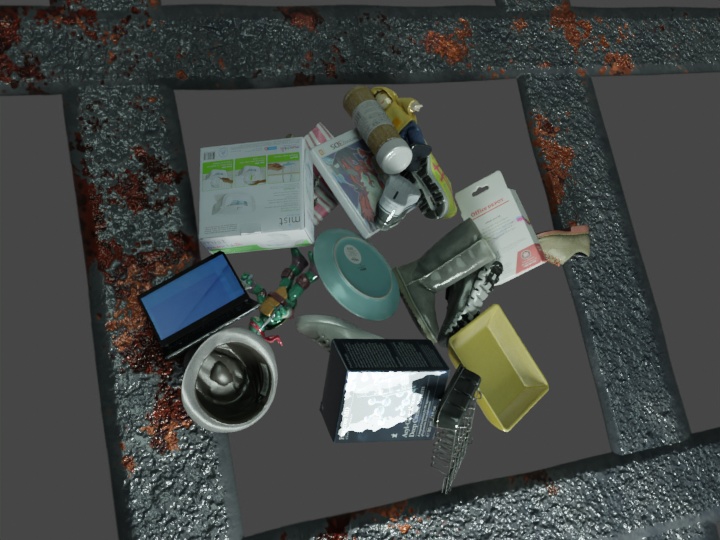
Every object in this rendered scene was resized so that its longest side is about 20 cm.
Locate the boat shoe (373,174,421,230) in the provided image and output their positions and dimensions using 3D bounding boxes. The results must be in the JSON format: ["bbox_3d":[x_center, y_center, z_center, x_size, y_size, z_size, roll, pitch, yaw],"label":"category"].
[{"bbox_3d":[0.060,-0.130,1.697,0.072,0.072,0.200,36,23,5],"label":"boat shoe"}]

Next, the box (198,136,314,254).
[{"bbox_3d":[-0.187,-0.133,1.609,0.195,0.097,0.181,-6,73,7],"label":"box"}]

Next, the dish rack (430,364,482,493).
[{"bbox_3d":[0.170,0.293,1.609,0.053,0.204,0.154,17,36,19],"label":"dish rack"}]

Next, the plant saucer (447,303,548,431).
[{"bbox_3d":[0.257,0.190,1.718,0.199,0.048,0.202,-28,84,-49],"label":"plant saucer"}]

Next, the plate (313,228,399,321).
[{"bbox_3d":[0.000,0.000,1.632,0.197,0.026,0.203,27,42,-26],"label":"plate"}]

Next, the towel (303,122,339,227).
[{"bbox_3d":[-0.093,-0.182,1.741,0.147,0.030,0.200,47,64,-2],"label":"towel"}]

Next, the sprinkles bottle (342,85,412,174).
[{"bbox_3d":[0.031,-0.278,1.745,0.067,0.069,0.202,-12,51,-23],"label":"sprinkles bottle"}]

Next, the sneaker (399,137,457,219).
[{"bbox_3d":[0.140,-0.187,1.815,0.089,0.077,0.204,9,57,-51],"label":"sneaker"}]

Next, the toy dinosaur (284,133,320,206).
[{"bbox_3d":[-0.122,-0.153,1.682,0.086,0.048,0.205,7,72,-5],"label":"toy dinosaur"}]

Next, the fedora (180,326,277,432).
[{"bbox_3d":[-0.235,0.178,1.516,0.199,0.089,0.180,33,81,-40],"label":"fedora"}]

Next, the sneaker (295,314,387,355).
[{"bbox_3d":[-0.033,0.144,1.636,0.196,0.073,0.086,21,65,-15],"label":"sneaker"}]

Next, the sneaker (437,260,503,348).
[{"bbox_3d":[0.198,0.056,1.759,0.090,0.066,0.202,28,84,36],"label":"sneaker"}]

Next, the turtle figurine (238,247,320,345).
[{"bbox_3d":[-0.155,0.049,1.610,0.148,0.102,0.200,27,64,35],"label":"turtle figurine"}]

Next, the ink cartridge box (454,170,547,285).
[{"bbox_3d":[0.282,-0.086,1.799,0.067,0.115,0.204,-4,70,-67],"label":"ink cartridge box"}]

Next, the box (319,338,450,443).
[{"bbox_3d":[0.041,0.212,1.586,0.195,0.107,0.152,1,116,-19],"label":"box"}]

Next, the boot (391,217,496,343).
[{"bbox_3d":[0.173,0.020,1.713,0.197,0.073,0.185,-26,77,-5],"label":"boot"}]

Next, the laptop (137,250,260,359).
[{"bbox_3d":[-0.276,0.052,1.499,0.175,0.200,0.105,-30,98,-11],"label":"laptop"}]

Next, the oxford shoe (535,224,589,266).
[{"bbox_3d":[0.402,-0.045,1.863,0.195,0.070,0.077,-11,86,-19],"label":"oxford shoe"}]

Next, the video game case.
[{"bbox_3d":[0.008,-0.179,1.748,0.181,0.023,0.202,-32,87,-47],"label":"video game case"}]

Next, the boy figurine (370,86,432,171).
[{"bbox_3d":[0.078,-0.301,1.795,0.064,0.124,0.203,8,48,-43],"label":"boy figurine"}]
